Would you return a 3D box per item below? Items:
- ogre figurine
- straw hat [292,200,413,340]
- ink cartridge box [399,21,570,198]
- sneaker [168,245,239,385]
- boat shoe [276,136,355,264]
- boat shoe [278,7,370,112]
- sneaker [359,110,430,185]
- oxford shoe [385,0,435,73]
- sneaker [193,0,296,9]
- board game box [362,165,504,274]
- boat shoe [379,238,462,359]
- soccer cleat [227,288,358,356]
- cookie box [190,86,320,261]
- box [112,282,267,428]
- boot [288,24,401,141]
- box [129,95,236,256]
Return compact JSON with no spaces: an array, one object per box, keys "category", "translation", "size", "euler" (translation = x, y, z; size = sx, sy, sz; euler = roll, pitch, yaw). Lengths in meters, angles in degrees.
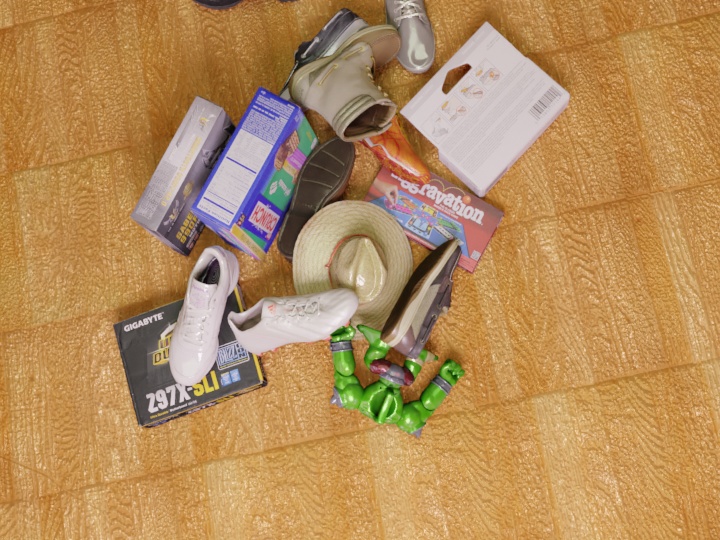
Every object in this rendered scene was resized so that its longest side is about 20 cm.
[{"category":"ogre figurine","translation":[0.037,0.154,1.318],"size":[0.197,0.098,0.122],"euler":[25,81,-26]},{"category":"straw hat","translation":[0.000,0.000,1.331],"size":[0.196,0.085,0.206],"euler":[0,91,-14]},{"category":"ink cartridge box","translation":[0.187,-0.243,1.415],"size":[0.176,0.045,0.200],"euler":[44,86,12]},{"category":"sneaker","translation":[-0.232,0.059,1.324],"size":[0.073,0.100,0.204],"euler":[13,80,7]},{"category":"boat shoe","translation":[-0.064,-0.104,1.405],"size":[0.071,0.068,0.203],"euler":[27,84,20]},{"category":"boat shoe","translation":[-0.071,-0.323,1.448],"size":[0.068,0.072,0.201],"euler":[41,89,18]},{"category":"sneaker","translation":[0.041,-0.202,1.392],"size":[0.077,0.073,0.200],"euler":[-43,63,0]},{"category":"oxford shoe","translation":[0.071,-0.405,1.456],"size":[0.073,0.058,0.205],"euler":[-10,79,2]},{"category":"sneaker","translation":[-0.184,-0.468,1.485],"size":[0.195,0.082,0.075],"euler":[-5,79,7]},{"category":"board game box","translation":[0.106,-0.088,1.405],"size":[0.197,0.019,0.104],"euler":[29,82,12]},{"category":"boat shoe","translation":[0.095,0.041,1.321],"size":[0.065,0.073,0.201],"euler":[42,59,-12]},{"category":"soccer cleat","translation":[-0.095,0.064,1.296],"size":[0.197,0.078,0.070],"euler":[-20,40,26]},{"category":"cookie box","translation":[-0.146,-0.135,1.367],"size":[0.074,0.171,0.203],"euler":[27,83,14]},{"category":"box","translation":[-0.251,0.124,1.387],"size":[0.196,0.049,0.163],"euler":[-19,79,2]},{"category":"boot","translation":[0.012,-0.274,1.376],"size":[0.198,0.073,0.155],"euler":[-33,51,-18]},{"category":"box","translation":[-0.248,-0.135,1.384],"size":[0.048,0.159,0.203],"euler":[25,81,11]}]
